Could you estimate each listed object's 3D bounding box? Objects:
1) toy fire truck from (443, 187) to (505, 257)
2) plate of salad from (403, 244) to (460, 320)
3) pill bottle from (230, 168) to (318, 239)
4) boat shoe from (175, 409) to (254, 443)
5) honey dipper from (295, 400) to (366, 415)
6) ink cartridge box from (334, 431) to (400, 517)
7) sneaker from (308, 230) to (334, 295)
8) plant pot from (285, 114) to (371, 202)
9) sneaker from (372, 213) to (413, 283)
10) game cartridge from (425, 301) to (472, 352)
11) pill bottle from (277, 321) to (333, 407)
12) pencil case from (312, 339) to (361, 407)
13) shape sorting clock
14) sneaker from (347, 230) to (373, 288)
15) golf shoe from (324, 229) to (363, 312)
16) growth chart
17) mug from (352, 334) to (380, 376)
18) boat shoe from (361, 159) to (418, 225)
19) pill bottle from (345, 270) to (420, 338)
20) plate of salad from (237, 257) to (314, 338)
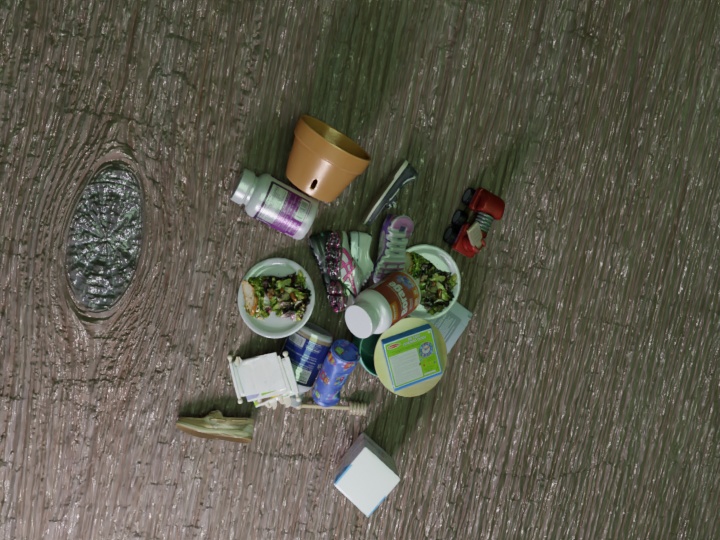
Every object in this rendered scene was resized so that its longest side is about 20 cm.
[{"bbox_3d":[0.306,-0.125,1.684,0.127,0.200,0.178,26,92,-19],"label":"toy fire truck"},{"bbox_3d":[0.172,0.033,1.729,0.196,0.048,0.205,0,91,-2],"label":"plate of salad"},{"bbox_3d":[-0.211,-0.165,1.577,0.198,0.112,0.114,27,92,-18],"label":"pill bottle"},{"bbox_3d":[-0.372,0.395,1.662,0.196,0.071,0.066,12,62,-9],"label":"boat shoe"},{"bbox_3d":[-0.081,0.367,1.750,0.196,0.038,0.039,7,98,-15],"label":"honey dipper"},{"bbox_3d":[0.014,0.536,1.732,0.125,0.200,0.129,42,87,-1],"label":"ink cartridge box"},{"bbox_3d":[-0.068,-0.005,1.666,0.078,0.075,0.203,-22,105,-13],"label":"sneaker"},{"bbox_3d":[-0.091,-0.262,1.564,0.198,0.201,0.141,27,110,-18],"label":"plant pot"},{"bbox_3d":[0.076,-0.060,1.696,0.079,0.089,0.204,6,112,-28],"label":"sneaker"},{"bbox_3d":[0.208,0.167,1.796,0.133,0.040,0.201,36,89,-22],"label":"game cartridge"},{"bbox_3d":[-0.158,0.238,1.662,0.114,0.116,0.203,24,94,-18],"label":"pill bottle"},{"bbox_3d":[-0.062,0.263,1.669,0.086,0.078,0.202,-14,141,-39],"label":"pencil case"},{"bbox_3d":[0.129,0.221,1.659,0.196,0.039,0.205,-2,97,-15],"label":"shape sorting clock"},{"bbox_3d":[0.000,0.000,1.686,0.069,0.073,0.204,2,99,-12],"label":"sneaker"},{"bbox_3d":[-0.038,-0.003,1.616,0.091,0.072,0.204,-9,102,-33],"label":"golf shoe"},{"bbox_3d":[-0.243,0.276,1.624,0.196,0.018,0.148,-9,91,24],"label":"growth chart"},{"bbox_3d":[0.067,0.199,1.720,0.183,0.114,0.154,26,92,-19],"label":"mug"},{"bbox_3d":[0.079,-0.190,1.676,0.062,0.073,0.201,37,84,-15],"label":"boat shoe"},{"bbox_3d":[0.055,0.086,1.602,0.199,0.111,0.114,-31,110,-45],"label":"pill bottle"},{"bbox_3d":[-0.212,0.066,1.618,0.196,0.048,0.204,-1,78,3],"label":"plate of salad"}]
